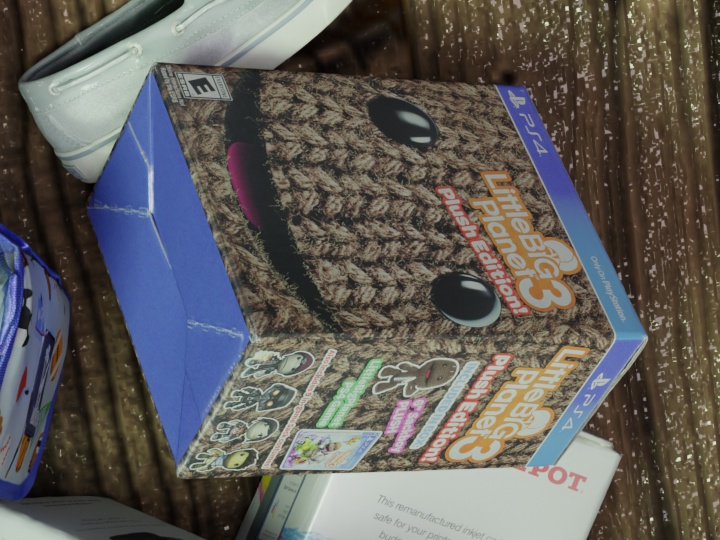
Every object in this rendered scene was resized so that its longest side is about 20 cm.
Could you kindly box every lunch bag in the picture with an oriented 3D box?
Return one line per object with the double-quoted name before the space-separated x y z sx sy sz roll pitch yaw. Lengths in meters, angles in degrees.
"lunch bag" -0.207 0.067 1.054 0.124 0.170 0.200 43 84 5

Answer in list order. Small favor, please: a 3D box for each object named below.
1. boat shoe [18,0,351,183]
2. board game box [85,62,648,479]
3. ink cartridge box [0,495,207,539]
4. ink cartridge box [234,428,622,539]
"boat shoe" -0.070 -0.125 1.126 0.201 0.070 0.072 -39 115 -4
"board game box" 0.000 0.000 1.096 0.200 0.159 0.097 1 139 -31
"ink cartridge box" -0.090 0.201 1.110 0.083 0.200 0.145 3 101 -51
"ink cartridge box" 0.019 0.146 1.202 0.145 0.088 0.200 21 95 -21
